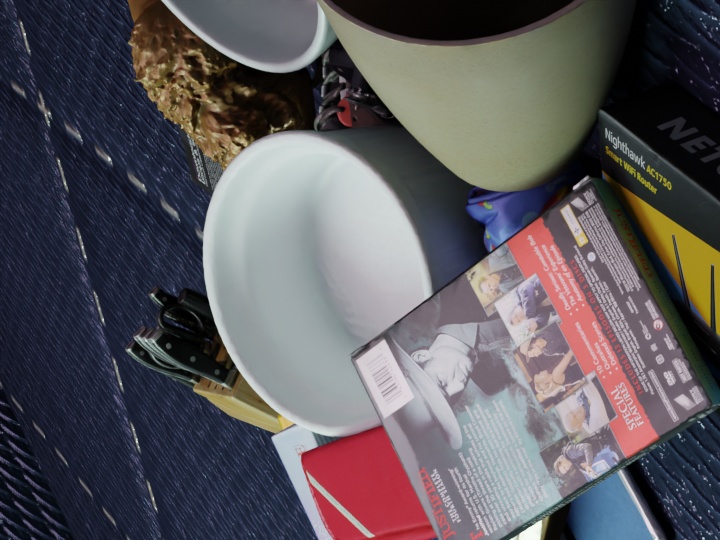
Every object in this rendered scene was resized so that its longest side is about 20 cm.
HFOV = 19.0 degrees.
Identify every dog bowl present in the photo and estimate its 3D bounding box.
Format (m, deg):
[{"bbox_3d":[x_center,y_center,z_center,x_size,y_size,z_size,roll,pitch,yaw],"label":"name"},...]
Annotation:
[{"bbox_3d":[-0.073,-0.230,1.381,0.200,0.079,0.200,34,151,23],"label":"dog bowl"}]

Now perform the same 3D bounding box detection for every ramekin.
[{"bbox_3d":[0.000,0.000,1.407,0.200,0.098,0.201,14,111,39],"label":"ramekin"}]

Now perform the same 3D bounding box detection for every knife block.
[{"bbox_3d":[-0.069,0.077,1.598,0.199,0.064,0.176,20,170,17],"label":"knife block"}]

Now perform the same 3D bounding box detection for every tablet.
[{"bbox_3d":[0.144,0.117,1.484,0.201,0.014,0.130,63,160,14],"label":"tablet"}]

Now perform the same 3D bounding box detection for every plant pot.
[{"bbox_3d":[0.072,-0.138,1.187,0.188,0.187,0.200,53,170,32],"label":"plant pot"}]

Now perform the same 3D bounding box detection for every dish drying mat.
[{"bbox_3d":[0.027,0.132,1.335,0.200,0.018,0.077,-23,86,56],"label":"dish drying mat"}]

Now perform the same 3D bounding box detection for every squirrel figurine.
[{"bbox_3d":[-0.091,-0.138,1.559,0.200,0.141,0.187,-75,-26,-49],"label":"squirrel figurine"}]

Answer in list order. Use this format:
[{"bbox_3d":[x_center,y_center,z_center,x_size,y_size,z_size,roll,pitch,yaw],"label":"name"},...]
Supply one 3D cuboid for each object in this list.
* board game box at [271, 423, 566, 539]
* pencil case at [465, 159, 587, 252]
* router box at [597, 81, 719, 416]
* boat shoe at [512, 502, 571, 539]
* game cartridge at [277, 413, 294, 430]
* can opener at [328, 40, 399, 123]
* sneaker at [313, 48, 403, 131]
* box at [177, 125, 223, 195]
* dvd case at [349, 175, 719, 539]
[{"bbox_3d":[0.051,0.167,1.506,0.041,0.199,0.201,-24,90,41],"label":"board game box"},{"bbox_3d":[0.124,0.025,1.336,0.087,0.078,0.201,-7,106,44],"label":"pencil case"},{"bbox_3d":[0.204,0.009,1.153,0.200,0.051,0.150,45,151,48],"label":"router box"},{"bbox_3d":[0.098,0.093,1.286,0.069,0.074,0.201,19,120,15],"label":"boat shoe"},{"bbox_3d":[0.034,0.155,1.564,0.032,0.200,0.177,-25,88,36],"label":"game cartridge"},{"bbox_3d":[0.054,-0.118,1.360,0.063,0.079,0.200,28,180,-42],"label":"can opener"},{"bbox_3d":[0.001,-0.126,1.479,0.201,0.082,0.077,62,160,12],"label":"sneaker"},{"bbox_3d":[-0.109,-0.120,1.837,0.200,0.036,0.144,32,140,56],"label":"box"},{"bbox_3d":[0.095,0.061,1.217,0.200,0.022,0.146,-38,70,30],"label":"dvd case"}]
